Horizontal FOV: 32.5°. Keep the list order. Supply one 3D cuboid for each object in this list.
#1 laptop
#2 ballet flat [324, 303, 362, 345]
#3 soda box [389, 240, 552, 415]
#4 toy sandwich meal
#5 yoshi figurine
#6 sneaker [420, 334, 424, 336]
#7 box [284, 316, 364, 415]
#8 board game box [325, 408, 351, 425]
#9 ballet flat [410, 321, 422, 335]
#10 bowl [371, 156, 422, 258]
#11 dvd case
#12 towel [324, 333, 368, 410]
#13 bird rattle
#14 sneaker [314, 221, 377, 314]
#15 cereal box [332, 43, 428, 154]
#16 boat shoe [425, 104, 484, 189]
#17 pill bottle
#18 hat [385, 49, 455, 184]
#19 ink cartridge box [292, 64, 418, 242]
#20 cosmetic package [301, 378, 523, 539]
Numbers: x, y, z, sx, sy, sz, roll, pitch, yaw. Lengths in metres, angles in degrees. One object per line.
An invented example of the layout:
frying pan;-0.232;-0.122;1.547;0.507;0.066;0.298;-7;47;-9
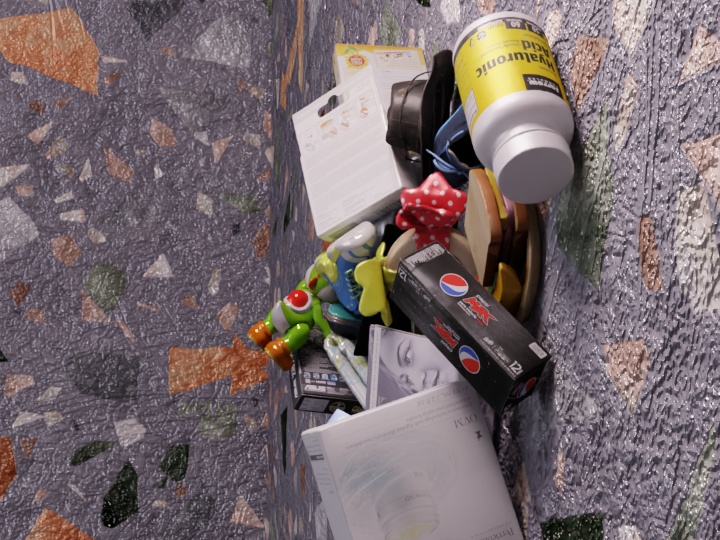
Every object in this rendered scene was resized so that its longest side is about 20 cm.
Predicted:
laptop;0.046;0.018;1.786;0.200;0.114;0.190;-133;57;-74
ballet flat;-0.002;0.080;1.829;0.199;0.072;0.074;-20;-65;-65
soda box;0.121;0.063;1.395;0.200;0.063;0.071;47;145;26
toy sandwich meal;0.154;-0.021;1.450;0.205;0.069;0.209;-179;90;-78
yoshi figurine;-0.072;0.058;1.882;0.200;0.112;0.112;-47;11;-5
sneaker;0.109;0.190;1.664;0.131;0.078;0.204;73;-173;-82
box;-0.015;0.151;1.926;0.049;0.197;0.163;120;150;-44
board game box;0.042;0.276;1.647;0.037;0.150;0.201;-53;-31;-21
ballet flat;0.101;0.051;1.717;0.064;0.066;0.203;-114;21;-61
bowl;0.026;-0.077;1.835;0.201;0.089;0.205;12;-90;-78
dvd case;0.089;0.161;1.571;0.198;0.016;0.152;12;104;36
towel;0.037;0.191;1.753;0.200;0.048;0.172;52;180;43
bird rattle;0.086;-0.016;1.589;0.201;0.162;0.113;-49;16;18
sneaker;0.000;0.000;1.721;0.106;0.075;0.200;56;164;0
cereal box;0.038;-0.260;1.860;0.040;0.141;0.202;106;162;-50
boat shoe;0.129;-0.155;1.552;0.201;0.083;0.070;107;172;-59
pill bottle;0.166;-0.172;1.316;0.112;0.109;0.202;105;161;-48
hat;0.073;-0.208;1.672;0.200;0.079;0.205;7;-90;-75
ink cartridge box;-0.011;-0.164;1.757;0.160;0.050;0.203;-28;62;31
cosmetic package;0.059;0.255;1.456;0.123;0.196;0.203;146;106;-74
